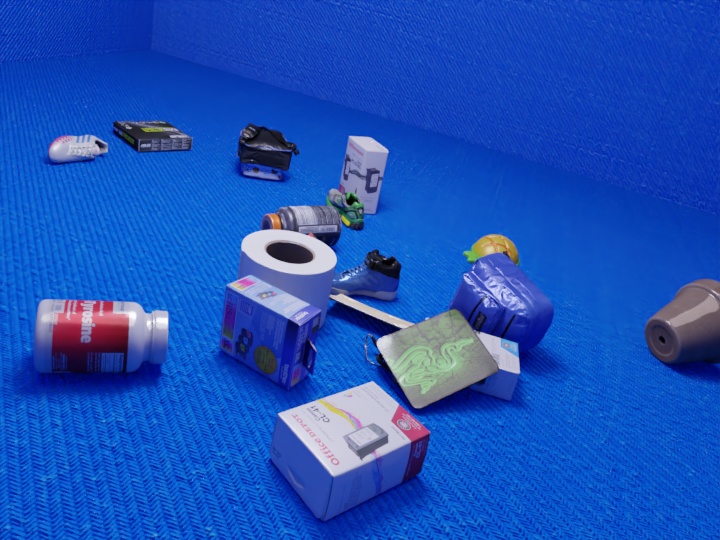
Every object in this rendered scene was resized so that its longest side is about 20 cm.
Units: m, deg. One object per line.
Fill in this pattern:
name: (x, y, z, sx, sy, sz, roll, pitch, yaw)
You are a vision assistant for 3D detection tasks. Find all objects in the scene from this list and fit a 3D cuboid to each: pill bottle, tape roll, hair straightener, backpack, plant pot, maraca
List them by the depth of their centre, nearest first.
pill bottle: (-0.415, 0.107, 1.038, 0.195, 0.115, 0.113, 3, 26, -22)
hair straightener: (0.080, 0.182, 1.219, 0.198, 0.042, 0.076, 34, 31, 25)
tape roll: (-0.155, 0.022, 1.318, 0.197, 0.143, 0.204, 10, 25, -5)
backpack: (0.303, 0.091, 1.400, 0.165, 0.165, 0.200, -19, 52, -36)
plant pot: (0.785, 0.141, 1.532, 0.170, 0.205, 0.201, -16, 33, -18)
pill bottle: (-0.154, -0.111, 1.640, 0.196, 0.109, 0.106, -5, 30, -35)
maraca: (0.359, -0.037, 1.749, 0.135, 0.110, 0.198, 28, 29, 29)
backpack: (-0.315, -0.390, 2.090, 0.195, 0.157, 0.192, 11, 32, -21)

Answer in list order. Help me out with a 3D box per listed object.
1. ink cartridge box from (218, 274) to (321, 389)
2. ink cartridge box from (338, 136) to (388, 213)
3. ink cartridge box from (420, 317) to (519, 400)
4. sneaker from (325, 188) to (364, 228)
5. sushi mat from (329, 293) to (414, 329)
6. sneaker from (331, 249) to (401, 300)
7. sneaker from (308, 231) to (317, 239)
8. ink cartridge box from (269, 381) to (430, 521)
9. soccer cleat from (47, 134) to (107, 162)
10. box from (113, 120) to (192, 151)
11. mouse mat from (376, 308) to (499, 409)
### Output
ink cartridge box: (-0.149, 0.112, 1.134, 0.196, 0.140, 0.076, 23, 28, 22)
ink cartridge box: (0.006, -0.300, 2.005, 0.082, 0.205, 0.145, 0, 27, -27)
ink cartridge box: (0.212, 0.173, 1.278, 0.195, 0.069, 0.116, 16, 26, 5)
sneaker: (-0.039, -0.201, 1.916, 0.076, 0.087, 0.200, -3, 29, -32)
sushi mat: (0.025, 0.090, 1.389, 0.196, 0.012, 0.095, 22, 7, 16)
sneaker: (0.000, -0.001, 1.481, 0.194, 0.114, 0.077, 9, 24, -10)
sneaker: (-0.122, -0.019, 1.493, 0.071, 0.093, 0.200, 50, 5, -22)
ink cartridge box: (-0.015, 0.260, 0.959, 0.197, 0.088, 0.147, -8, 33, -42)
soccer cleat: (-0.807, -0.351, 1.846, 0.084, 0.072, 0.200, 17, 25, 9)
box: (-0.695, -0.452, 2.147, 0.197, 0.049, 0.191, -12, 33, -43)
mouse mat: (0.145, 0.160, 1.207, 0.196, 0.008, 0.162, -20, 55, -21)
